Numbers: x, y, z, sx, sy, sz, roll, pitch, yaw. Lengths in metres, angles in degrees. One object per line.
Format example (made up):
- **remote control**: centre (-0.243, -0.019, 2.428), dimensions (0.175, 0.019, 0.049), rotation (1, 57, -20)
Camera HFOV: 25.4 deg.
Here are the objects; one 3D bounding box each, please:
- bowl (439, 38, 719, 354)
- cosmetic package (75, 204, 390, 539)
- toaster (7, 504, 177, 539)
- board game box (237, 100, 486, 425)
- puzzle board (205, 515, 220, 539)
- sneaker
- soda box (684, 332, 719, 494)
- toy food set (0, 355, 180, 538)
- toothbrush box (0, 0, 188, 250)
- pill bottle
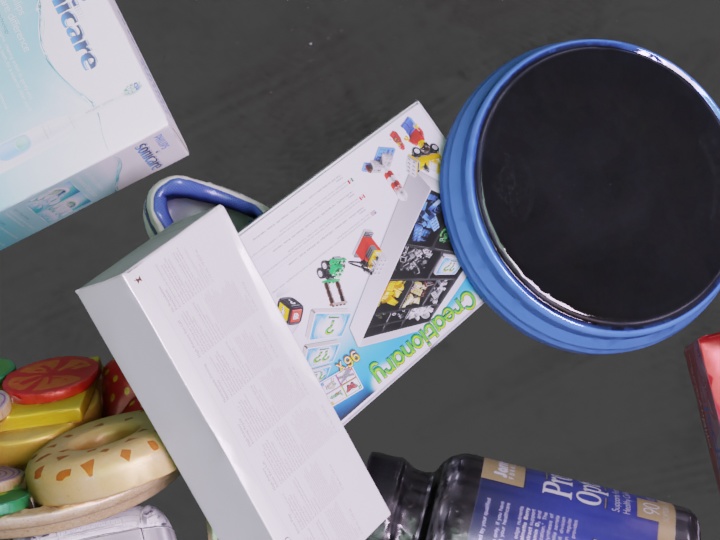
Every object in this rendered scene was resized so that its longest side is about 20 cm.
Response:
- **bowl**: centre (0.149, -0.050, 0.990), dimensions (0.200, 0.039, 0.202), rotation (3, 77, -14)
- **cosmetic package**: centre (-0.067, 0.074, 0.862), dimensions (0.083, 0.051, 0.201), rotation (-39, 106, -44)
- **toaster**: centre (-0.152, 0.220, 0.933), dimensions (0.113, 0.200, 0.130), rotation (-9, 70, -16)
- **board game box**: centre (0.000, 0.000, 0.963), dimensions (0.200, 0.035, 0.127), rotation (-38, 96, -32)
- **puzzle board**: centre (-0.064, 0.149, 0.944), dimensions (0.017, 0.151, 0.201), rotation (-9, 82, 9)
- **sneaker**: centre (-0.050, 0.005, 0.996), dimensions (0.199, 0.088, 0.076), rotation (25, 82, 4)
- **soda box**: centre (0.254, 0.133, 0.973), dimensions (0.063, 0.070, 0.201), rotation (-13, 82, 2)
- **toy food set**: centre (-0.187, 0.098, 0.939), dimensions (0.197, 0.200, 0.049), rotation (-8, 109, 1)
- **toothbrush box**: centre (-0.232, -0.101, 1.020), dimensions (0.199, 0.085, 0.147), rotation (-28, 81, -1)
- **pill bottle**: centre (0.093, 0.173, 0.954), dimensions (0.199, 0.112, 0.112), rotation (14, 83, 4)
